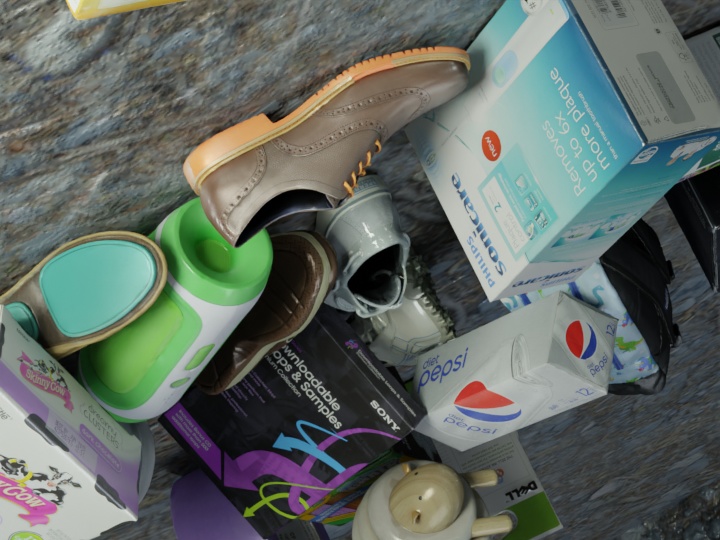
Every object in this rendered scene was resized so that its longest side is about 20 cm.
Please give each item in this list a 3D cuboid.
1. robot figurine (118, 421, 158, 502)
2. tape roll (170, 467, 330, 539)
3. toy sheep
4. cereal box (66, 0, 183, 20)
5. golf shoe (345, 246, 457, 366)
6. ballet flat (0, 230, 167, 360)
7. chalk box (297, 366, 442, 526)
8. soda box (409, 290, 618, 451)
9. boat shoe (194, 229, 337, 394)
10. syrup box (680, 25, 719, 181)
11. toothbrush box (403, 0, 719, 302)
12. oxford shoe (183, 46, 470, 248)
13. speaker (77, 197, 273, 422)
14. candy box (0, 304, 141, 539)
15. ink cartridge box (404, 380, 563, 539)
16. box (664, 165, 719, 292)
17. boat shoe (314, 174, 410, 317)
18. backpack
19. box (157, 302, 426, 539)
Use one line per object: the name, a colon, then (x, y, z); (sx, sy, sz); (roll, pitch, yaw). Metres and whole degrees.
robot figurine: (-0.235, 0.143, 1.438); (0.169, 0.113, 0.200); (-40, 157, 23)
tape roll: (-0.096, 0.271, 1.820); (0.085, 0.201, 0.200); (-30, 161, 10)
toy sheep: (0.057, 0.237, 1.664); (0.137, 0.138, 0.201); (-18, 143, -22)
cereal box: (-0.055, -0.202, 0.892); (0.143, 0.040, 0.200); (-15, 157, -32)
golf shoe: (0.028, 0.046, 1.592); (0.097, 0.079, 0.200); (-23, 160, -1)
ballet flat: (-0.202, 0.026, 1.267); (0.199, 0.069, 0.063); (-25, 172, 23)
chalk box: (-0.030, 0.145, 1.700); (0.124, 0.125, 0.200); (-31, 159, 12)
soda box: (0.119, 0.084, 1.517); (0.063, 0.069, 0.200); (26, 150, -24)
boat shoe: (-0.067, 0.020, 1.426); (0.075, 0.075, 0.202); (-29, 173, -41)
syrup box: (0.237, -0.117, 1.432); (0.199, 0.082, 0.079); (-22, 162, -10)
toothbrush box: (0.132, -0.095, 1.253); (0.085, 0.147, 0.200); (-12, 158, -34)
oxford shoe: (-0.011, -0.079, 1.216); (0.199, 0.073, 0.071); (-27, 161, 0)
speaker: (-0.133, 0.031, 1.321); (0.088, 0.089, 0.200); (-12, 157, -35)
candy box: (-0.274, 0.130, 1.262); (0.199, 0.072, 0.168); (-23, 131, 18)
ink cartridge box: (0.095, 0.208, 1.904); (0.147, 0.201, 0.076); (-23, 161, -8)
box: (0.357, -0.097, 1.576); (0.199, 0.124, 0.198); (-26, 160, 3)
boat shoe: (0.001, -0.001, 1.438); (0.070, 0.072, 0.201); (-22, 161, -11)
backpack: (0.182, -0.003, 1.548); (0.153, 0.164, 0.200); (-4, 155, 10)
box: (-0.060, 0.122, 1.575); (0.200, 0.143, 0.036); (-40, -176, 32)
